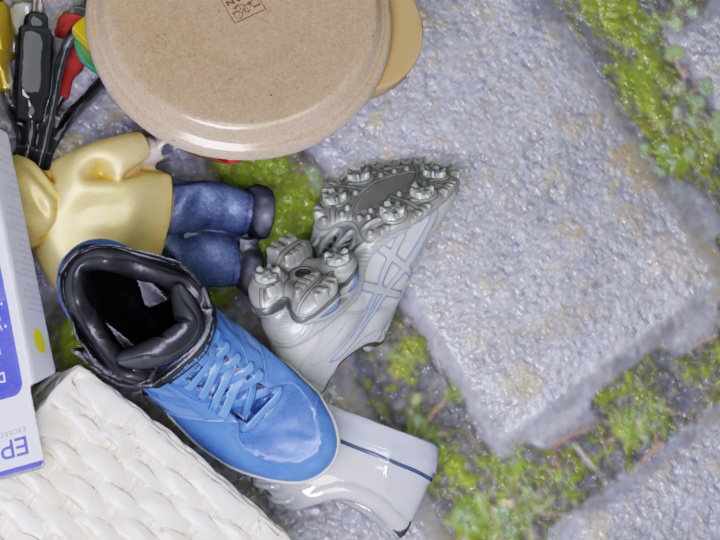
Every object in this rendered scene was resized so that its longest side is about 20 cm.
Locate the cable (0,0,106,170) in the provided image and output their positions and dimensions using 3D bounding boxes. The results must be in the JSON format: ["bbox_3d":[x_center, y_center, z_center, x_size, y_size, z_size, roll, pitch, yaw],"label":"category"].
[{"bbox_3d":[-0.207,-0.092,1.041,0.096,0.050,0.202,7,89,-24],"label":"cable"}]

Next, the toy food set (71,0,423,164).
[{"bbox_3d":[-0.075,-0.158,1.016,0.198,0.049,0.200,44,71,10],"label":"toy food set"}]

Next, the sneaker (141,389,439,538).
[{"bbox_3d":[-0.047,0.113,1.016,0.198,0.073,0.071,20,78,-9],"label":"sneaker"}]

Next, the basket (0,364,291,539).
[{"bbox_3d":[-0.142,0.164,0.951,0.200,0.123,0.136,40,71,-5],"label":"basket"}]

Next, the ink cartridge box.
[{"bbox_3d":[-0.274,0.038,0.926,0.196,0.047,0.202,-16,80,14],"label":"ink cartridge box"}]

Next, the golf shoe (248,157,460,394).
[{"bbox_3d":[0.000,0.000,1.058,0.200,0.078,0.098,-42,136,-39],"label":"golf shoe"}]

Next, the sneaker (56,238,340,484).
[{"bbox_3d":[-0.092,0.056,0.921,0.200,0.111,0.077,43,86,-5],"label":"sneaker"}]

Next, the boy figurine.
[{"bbox_3d":[-0.155,-0.026,1.002,0.198,0.064,0.126,6,103,-21],"label":"boy figurine"}]
